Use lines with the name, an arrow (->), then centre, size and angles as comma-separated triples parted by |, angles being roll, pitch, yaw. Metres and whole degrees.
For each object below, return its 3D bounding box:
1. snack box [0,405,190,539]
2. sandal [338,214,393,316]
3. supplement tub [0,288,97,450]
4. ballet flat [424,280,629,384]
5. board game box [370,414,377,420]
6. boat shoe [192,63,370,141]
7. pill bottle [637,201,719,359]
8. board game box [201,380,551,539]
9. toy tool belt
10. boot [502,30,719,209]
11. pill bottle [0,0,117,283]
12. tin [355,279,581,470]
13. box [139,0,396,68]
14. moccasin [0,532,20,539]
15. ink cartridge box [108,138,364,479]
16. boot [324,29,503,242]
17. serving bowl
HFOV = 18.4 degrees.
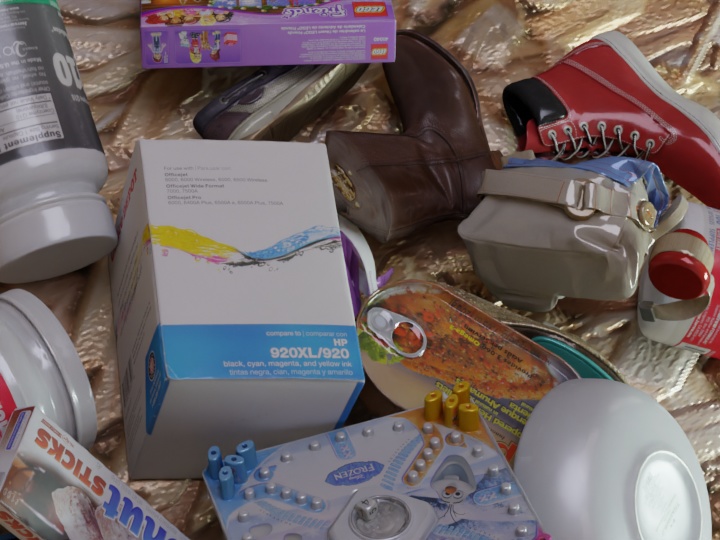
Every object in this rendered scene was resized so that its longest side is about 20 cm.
snack box -> -0.170, 0.175, 1.465 | 0.200, 0.024, 0.072 | 47, 47, -36
sandal -> -0.002, -0.004, 1.671 | 0.049, 0.083, 0.204 | -14, 56, 10
supplement tub -> -0.290, 0.107, 1.477 | 0.199, 0.141, 0.141 | -26, 68, -30
ballet flat -> 0.118, 0.055, 1.689 | 0.199, 0.071, 0.065 | 24, 30, -6
board game box -> 0.087, 0.173, 1.612 | 0.198, 0.041, 0.201 | 23, 53, -2
boat shoe -> -0.054, -0.153, 1.767 | 0.065, 0.072, 0.200 | 39, 57, 11
pill bottle -> 0.326, 0.024, 1.742 | 0.198, 0.113, 0.113 | 15, 54, -7
board game box -> 0.014, 0.163, 1.463 | 0.198, 0.026, 0.201 | -14, 39, -12
toy tool belt -> 0.181, -0.044, 1.675 | 0.198, 0.125, 0.124 | 4, 50, 28
boot -> 0.212, -0.098, 1.817 | 0.144, 0.073, 0.200 | -29, 62, -30
pill bottle -> -0.250, -0.100, 1.626 | 0.112, 0.113, 0.202 | -13, 77, -24
tin -> 0.079, 0.087, 1.607 | 0.199, 0.042, 0.112 | 32, 49, -4
box -> -0.075, -0.208, 1.759 | 0.198, 0.039, 0.137 | -2, 31, -5
moccasin -> -0.244, 0.216, 1.457 | 0.199, 0.081, 0.069 | -17, 68, -25
ink cartridge box -> -0.094, 0.027, 1.587 | 0.143, 0.148, 0.202 | 0, 58, -17
boot -> 0.020, -0.108, 1.720 | 0.199, 0.064, 0.187 | -11, 61, -50
serving bowl -> 0.190, 0.172, 1.565 | 0.199, 0.065, 0.202 | 17, 67, -46
